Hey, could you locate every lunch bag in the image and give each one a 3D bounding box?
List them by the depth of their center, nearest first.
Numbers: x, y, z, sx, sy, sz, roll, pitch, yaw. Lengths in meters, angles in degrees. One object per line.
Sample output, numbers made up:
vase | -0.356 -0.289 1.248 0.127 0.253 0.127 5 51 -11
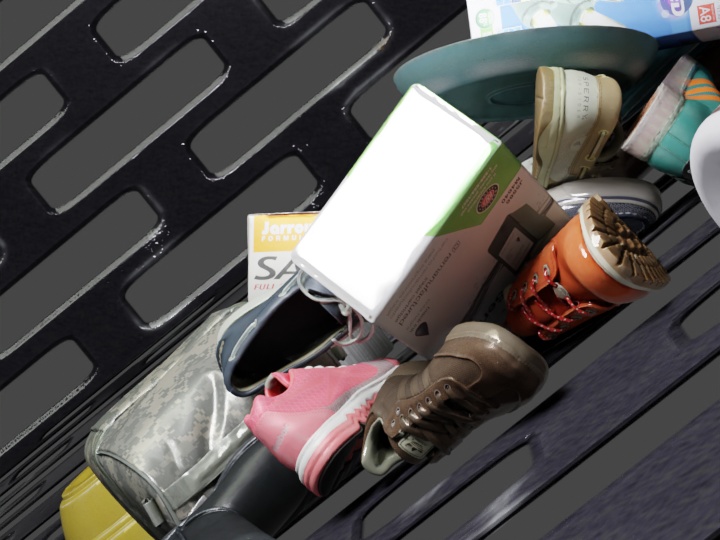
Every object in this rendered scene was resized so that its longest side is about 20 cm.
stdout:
lunch bag | -0.108 0.127 1.666 0.200 0.140 0.168 -42 7 -17

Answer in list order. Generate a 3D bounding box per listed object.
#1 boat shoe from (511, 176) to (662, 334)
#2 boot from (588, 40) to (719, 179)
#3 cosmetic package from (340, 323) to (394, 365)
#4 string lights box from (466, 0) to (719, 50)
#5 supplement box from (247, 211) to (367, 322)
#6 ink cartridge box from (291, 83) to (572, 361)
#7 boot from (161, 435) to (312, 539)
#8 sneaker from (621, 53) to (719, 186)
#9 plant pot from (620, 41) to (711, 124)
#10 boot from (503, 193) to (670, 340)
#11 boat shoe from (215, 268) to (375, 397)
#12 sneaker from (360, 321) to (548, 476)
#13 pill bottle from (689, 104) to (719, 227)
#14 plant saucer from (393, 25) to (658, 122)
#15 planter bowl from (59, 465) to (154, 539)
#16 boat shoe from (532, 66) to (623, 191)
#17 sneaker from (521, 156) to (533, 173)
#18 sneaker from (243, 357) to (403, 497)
boat shoe | 0.132 -0.001 1.570 0.199 0.075 0.094 -15 59 28
boot | 0.263 -0.134 1.677 0.199 0.064 0.186 -38 -7 -11
cosmetic package | -0.076 0.109 1.858 0.200 0.090 0.107 -47 10 -28
string lights box | 0.181 -0.213 1.593 0.198 0.104 0.059 -10 -6 19
supplement box | 0.000 0.000 1.699 0.125 0.074 0.200 -2 -7 18
ink cartridge box | 0.057 -0.019 1.457 0.146 0.084 0.200 -54 -27 0
boot | -0.079 0.180 1.471 0.165 0.066 0.200 -49 4 -5
sneaker | 0.242 -0.101 1.544 0.072 0.080 0.200 -56 -3 22
plant pot | 0.214 -0.251 1.707 0.200 0.188 0.200 -42 -4 -4
boot | 0.143 0.010 1.402 0.107 0.075 0.200 -42 -2 5
boat shoe | -0.025 0.020 1.551 0.199 0.075 0.062 -33 27 12
sneaker | 0.059 0.093 1.381 0.076 0.070 0.200 -60 9 -22
pill bottle | 0.278 -0.095 1.152 0.200 0.110 0.109 -42 7 -22
plant saucer | 0.124 -0.142 1.575 0.198 0.028 0.200 -7 -9 -1
planter bowl | -0.217 0.210 1.960 0.200 0.084 0.200 -38 7 6
boat shoe | 0.159 -0.096 1.550 0.066 0.075 0.200 3 -8 5
sneaker | 0.131 -0.051 1.721 0.088 0.075 0.200 -58 -3 34
sneaker | -0.022 0.091 1.530 0.074 0.086 0.200 -61 -9 18
